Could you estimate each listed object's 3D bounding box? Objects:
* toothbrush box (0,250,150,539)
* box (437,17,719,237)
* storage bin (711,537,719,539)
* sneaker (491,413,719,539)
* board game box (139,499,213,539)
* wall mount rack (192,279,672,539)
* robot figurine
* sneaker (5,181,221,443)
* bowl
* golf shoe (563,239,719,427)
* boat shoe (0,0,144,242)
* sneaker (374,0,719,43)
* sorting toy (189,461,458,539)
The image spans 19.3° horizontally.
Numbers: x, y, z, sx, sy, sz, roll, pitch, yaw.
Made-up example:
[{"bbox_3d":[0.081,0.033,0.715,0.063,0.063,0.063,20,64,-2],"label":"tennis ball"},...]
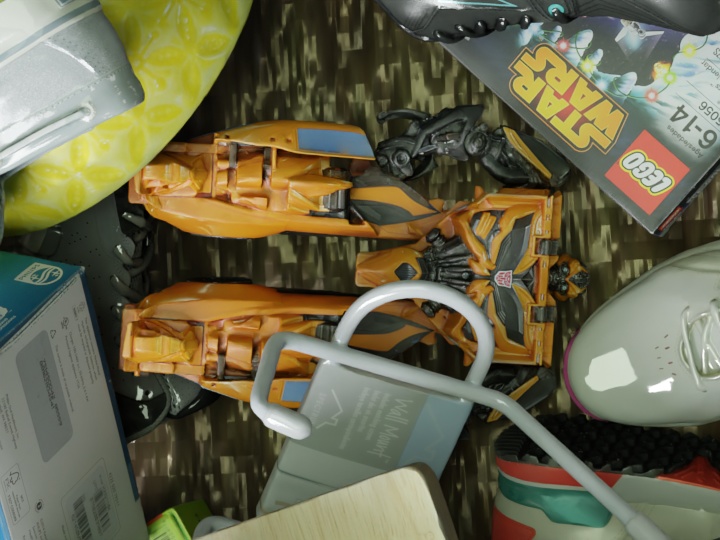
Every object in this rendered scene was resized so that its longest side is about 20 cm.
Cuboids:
[{"bbox_3d":[-0.203,0.064,0.897,0.199,0.085,0.147,9,126,29],"label":"toothbrush box"},{"bbox_3d":[0.099,-0.131,0.906,0.200,0.040,0.137,42,99,11],"label":"box"},{"bbox_3d":[0.144,0.193,0.804,0.134,0.200,0.146,-23,42,0],"label":"storage bin"},{"bbox_3d":[0.148,0.124,0.882,0.199,0.070,0.094,11,109,12],"label":"sneaker"},{"bbox_3d":[-0.067,0.214,0.934,0.101,0.048,0.200,-33,81,12],"label":"board game box"},{"bbox_3d":[0.025,0.106,0.865,0.173,0.075,0.200,17,129,-6],"label":"wall mount rack"},{"bbox_3d":[0.000,0.000,0.893,0.199,0.058,0.146,3,93,-5],"label":"robot figurine"},{"bbox_3d":[-0.098,0.005,0.941,0.115,0.075,0.200,32,106,8],"label":"sneaker"},{"bbox_3d":[-0.150,-0.126,0.883,0.200,0.108,0.201,-23,49,28],"label":"bowl"},{"bbox_3d":[0.176,0.017,0.856,0.199,0.092,0.076,-17,87,11],"label":"golf shoe"},{"bbox_3d":[-0.165,-0.033,0.809,0.201,0.070,0.072,-34,92,26],"label":"boat shoe"},{"bbox_3d":[0.059,-0.128,0.868,0.200,0.075,0.080,24,108,20],"label":"sneaker"},{"bbox_3d":[-0.040,0.197,0.778,0.198,0.070,0.201,-20,83,13],"label":"sorting toy"}]
